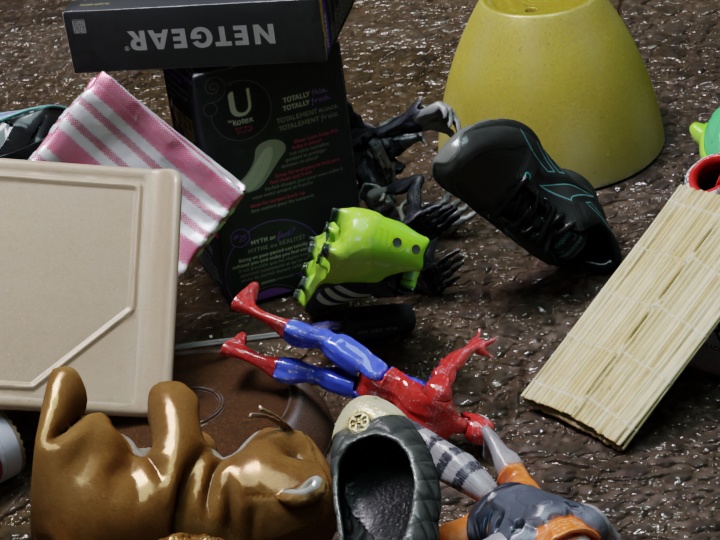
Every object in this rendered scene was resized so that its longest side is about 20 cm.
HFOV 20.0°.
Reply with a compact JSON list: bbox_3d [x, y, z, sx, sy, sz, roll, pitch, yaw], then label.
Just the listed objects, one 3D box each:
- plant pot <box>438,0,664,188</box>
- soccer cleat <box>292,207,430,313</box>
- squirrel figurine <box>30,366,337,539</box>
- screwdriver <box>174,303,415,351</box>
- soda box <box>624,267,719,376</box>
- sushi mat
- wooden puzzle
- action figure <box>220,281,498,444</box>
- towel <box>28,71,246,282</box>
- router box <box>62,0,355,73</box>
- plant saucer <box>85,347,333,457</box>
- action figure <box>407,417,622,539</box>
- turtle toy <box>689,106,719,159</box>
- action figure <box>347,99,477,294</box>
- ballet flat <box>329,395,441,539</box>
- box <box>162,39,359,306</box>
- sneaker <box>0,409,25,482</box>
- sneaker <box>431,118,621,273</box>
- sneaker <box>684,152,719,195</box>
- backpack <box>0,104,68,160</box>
[{"bbox_3d":[0.159,-0.172,1.757,0.198,0.143,0.200,-6,29,3],"label":"plant pot"},{"bbox_3d":[0.000,0.000,1.506,0.081,0.068,0.200,17,-12,-7],"label":"soccer cleat"},{"bbox_3d":[-0.107,0.165,1.245,0.185,0.142,0.201,5,43,1],"label":"squirrel figurine"},{"bbox_3d":[-0.051,0.048,1.494,0.199,0.029,0.028,-9,59,-20],"label":"screwdriver"},{"bbox_3d":[0.283,0.039,1.424,0.199,0.064,0.068,20,38,39],"label":"soda box"},{"bbox_3d":[0.204,0.029,1.411,0.095,0.012,0.200,27,73,43],"label":"sushi mat"},{"bbox_3d":[-0.228,0.012,1.434,0.198,0.037,0.186,2,68,-3],"label":"wooden puzzle"},{"bbox_3d":[0.013,0.064,1.419,0.199,0.066,0.099,26,30,19],"label":"action figure"},{"bbox_3d":[-0.194,-0.026,1.495,0.200,0.146,0.030,-54,13,-12],"label":"towel"},{"bbox_3d":[-0.109,-0.208,1.555,0.198,0.053,0.158,-2,29,11],"label":"router box"},{"bbox_3d":[-0.119,0.107,1.425,0.199,0.035,0.201,-6,28,3],"label":"plant saucer"},{"bbox_3d":[0.068,0.165,1.206,0.199,0.105,0.193,-22,22,-26],"label":"action figure"},{"bbox_3d":[0.357,-0.094,1.599,0.199,0.102,0.146,14,31,9],"label":"turtle toy"},{"bbox_3d":[0.042,-0.069,1.633,0.101,0.119,0.200,-19,38,0],"label":"action figure"},{"bbox_3d":[0.012,0.142,1.185,0.066,0.057,0.201,-27,39,15],"label":"ballet flat"},{"bbox_3d":[-0.076,-0.092,1.603,0.121,0.201,0.106,-15,29,-15],"label":"box"},{"bbox_3d":[-0.337,0.111,1.428,0.199,0.072,0.112,23,37,40],"label":"sneaker"},{"bbox_3d":[0.133,-0.054,1.537,0.199,0.075,0.079,21,28,-47],"label":"sneaker"},{"bbox_3d":[0.311,-0.021,1.464,0.067,0.108,0.201,-39,35,-13],"label":"sneaker"},{"bbox_3d":[-0.298,-0.024,1.553,0.199,0.177,0.153,-21,9,-31],"label":"backpack"}]
